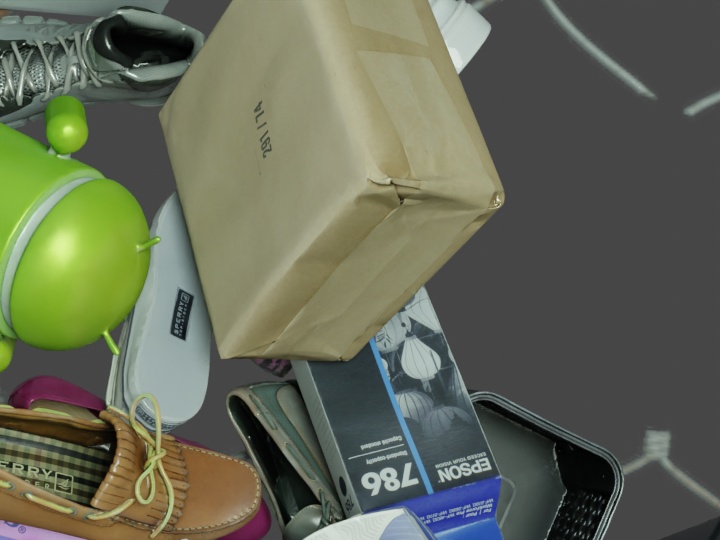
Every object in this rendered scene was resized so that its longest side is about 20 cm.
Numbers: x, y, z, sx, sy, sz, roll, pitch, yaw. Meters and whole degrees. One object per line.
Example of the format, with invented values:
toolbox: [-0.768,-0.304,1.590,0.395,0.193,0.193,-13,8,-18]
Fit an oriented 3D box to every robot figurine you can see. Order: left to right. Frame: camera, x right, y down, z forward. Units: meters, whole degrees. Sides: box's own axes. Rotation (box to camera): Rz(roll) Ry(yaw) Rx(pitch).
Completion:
robot figurine: [-0.218,-0.025,0.930,0.199,0.116,0.176,26,103,18]

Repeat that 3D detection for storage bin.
storage bin: [0.077,0.194,1.032,0.135,0.094,0.201,27,82,-12]

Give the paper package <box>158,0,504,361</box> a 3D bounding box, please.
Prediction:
paper package: [-0.027,-0.071,0.910,0.103,0.191,0.201,7,51,-35]

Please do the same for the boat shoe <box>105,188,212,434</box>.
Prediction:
boat shoe: [-0.127,0.027,0.985,0.071,0.070,0.201,29,48,-26]

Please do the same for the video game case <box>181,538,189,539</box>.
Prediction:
video game case: [-0.124,0.239,0.927,0.018,0.200,0.144,30,80,11]

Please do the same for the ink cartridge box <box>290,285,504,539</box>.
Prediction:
ink cartridge box: [0.023,0.098,0.954,0.099,0.039,0.201,-13,65,-20]

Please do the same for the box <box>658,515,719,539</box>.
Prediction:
box: [0.300,0.232,1.072,0.199,0.122,0.107,-18,92,-15]

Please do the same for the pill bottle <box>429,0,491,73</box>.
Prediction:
pill bottle: [-0.009,-0.205,1.018,0.200,0.111,0.111,42,79,-9]

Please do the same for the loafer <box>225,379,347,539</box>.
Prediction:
loafer: [-0.037,0.158,0.973,0.063,0.072,0.200,8,43,-39]

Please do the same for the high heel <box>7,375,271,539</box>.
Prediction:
high heel: [-0.142,0.132,0.976,0.199,0.096,0.068,26,82,-12]

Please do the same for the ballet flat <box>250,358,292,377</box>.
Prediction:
ballet flat: [0.000,0.000,1.041,0.200,0.069,0.071,-40,115,-9]

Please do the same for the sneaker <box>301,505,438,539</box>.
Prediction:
sneaker: [-0.043,0.203,0.893,0.199,0.115,0.081,-32,92,-1]

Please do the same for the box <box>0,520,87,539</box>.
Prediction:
box: [-0.241,0.225,0.932,0.175,0.097,0.201,29,89,-11]

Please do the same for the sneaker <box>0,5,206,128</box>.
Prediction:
sneaker: [-0.193,-0.140,0.965,0.199,0.115,0.075,-10,90,-15]

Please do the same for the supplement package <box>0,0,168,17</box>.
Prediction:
supplement package: [-0.191,-0.279,0.953,0.150,0.152,0.201,2,87,-15]

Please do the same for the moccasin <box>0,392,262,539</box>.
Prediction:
moccasin: [-0.150,0.115,0.875,0.200,0.078,0.074,18,51,-20]
